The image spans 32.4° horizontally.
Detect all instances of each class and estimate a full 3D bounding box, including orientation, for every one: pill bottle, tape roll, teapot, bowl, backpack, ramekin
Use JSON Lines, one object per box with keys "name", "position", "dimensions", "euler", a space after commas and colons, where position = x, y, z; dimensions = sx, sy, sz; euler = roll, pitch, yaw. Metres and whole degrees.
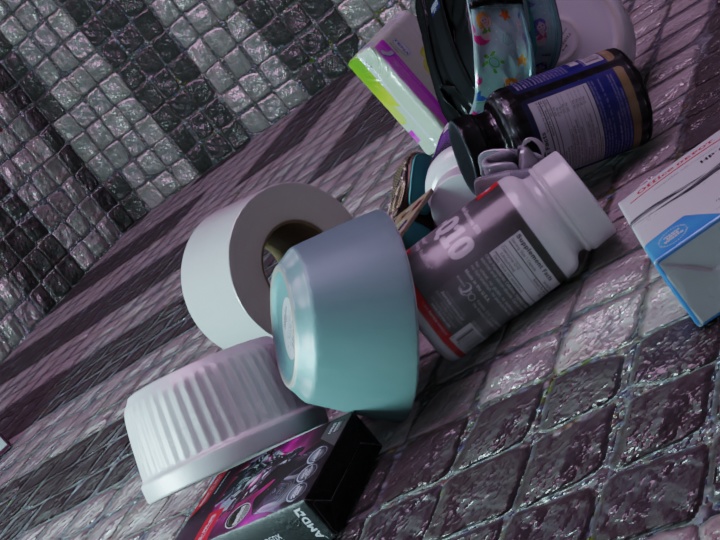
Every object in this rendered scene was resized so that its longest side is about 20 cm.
{"name": "pill bottle", "position": [0.135, -0.111, 1.466], "dimensions": [0.111, 0.112, 0.200], "euler": [-33, 15, 23]}
{"name": "pill bottle", "position": [0.201, -0.155, 1.326], "dimensions": [0.199, 0.112, 0.112], "euler": [-20, 13, -4]}
{"name": "tape roll", "position": [-0.107, 0.002, 1.553], "dimensions": [0.203, 0.203, 0.139], "euler": [-48, 17, -31]}
{"name": "teapot", "position": [0.257, -0.265, 1.566], "dimensions": [0.199, 0.199, 0.146], "euler": [-15, -12, 16]}
{"name": "bowl", "position": [-0.023, 0.047, 1.152], "dimensions": [0.104, 0.202, 0.201], "euler": [-5, 6, -15]}
{"name": "backpack", "position": [0.146, -0.266, 1.427], "dimensions": [0.149, 0.201, 0.178], "euler": [-3, -18, -11]}
{"name": "pill bottle", "position": [0.133, -0.016, 1.174], "dimensions": [0.200, 0.114, 0.114], "euler": [-37, 14, 8]}
{"name": "ramekin", "position": [-0.141, 0.145, 1.243], "dimensions": [0.199, 0.106, 0.200], "euler": [-24, -6, -3]}

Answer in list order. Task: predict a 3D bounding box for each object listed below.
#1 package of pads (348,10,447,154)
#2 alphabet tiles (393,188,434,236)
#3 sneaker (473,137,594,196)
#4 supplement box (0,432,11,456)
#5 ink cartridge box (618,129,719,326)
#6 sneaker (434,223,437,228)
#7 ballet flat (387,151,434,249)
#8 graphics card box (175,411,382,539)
{"name": "package of pads", "position": [0.093, -0.308, 2.002], "dimensions": [0.068, 0.200, 0.155], "euler": [-32, 14, 43]}
{"name": "alphabet tiles", "position": [0.000, 0.000, 1.419], "dimensions": [0.168, 0.008, 0.200], "euler": [-55, 8, -28]}
{"name": "sneaker", "position": [0.134, -0.053, 1.273], "dimensions": [0.199, 0.115, 0.075], "euler": [-32, 20, 26]}
{"name": "supplement box", "position": [-0.780, 0.362, 2.358], "dimensions": [0.200, 0.103, 0.131], "euler": [-44, 14, -20]}
{"name": "ink cartridge box", "position": [0.278, -0.046, 0.990], "dimensions": [0.116, 0.068, 0.200], "euler": [-36, 14, 12]}
{"name": "sneaker", "position": [0.071, -0.087, 1.648], "dimensions": [0.114, 0.073, 0.201], "euler": [-40, 14, 8]}
{"name": "ballet flat", "position": [0.058, -0.054, 1.524], "dimensions": [0.075, 0.068, 0.201], "euler": [-41, 33, 46]}
{"name": "graphics card box", "position": [-0.082, 0.215, 1.140], "dimensions": [0.199, 0.051, 0.126], "euler": [-28, 17, 36]}
